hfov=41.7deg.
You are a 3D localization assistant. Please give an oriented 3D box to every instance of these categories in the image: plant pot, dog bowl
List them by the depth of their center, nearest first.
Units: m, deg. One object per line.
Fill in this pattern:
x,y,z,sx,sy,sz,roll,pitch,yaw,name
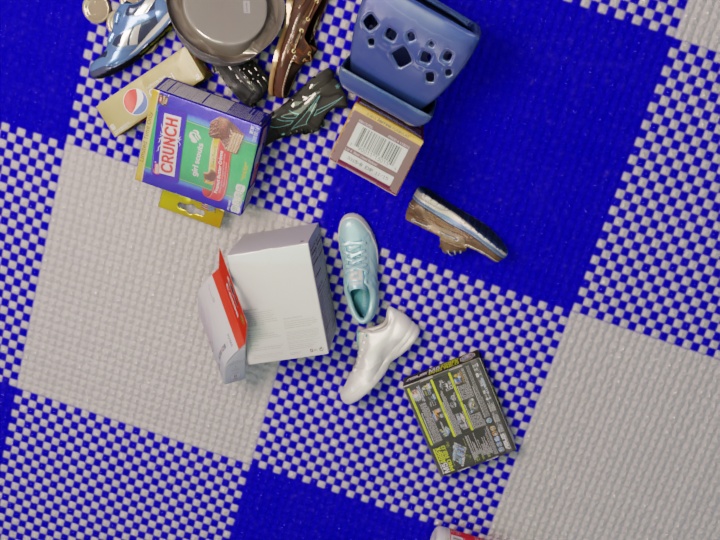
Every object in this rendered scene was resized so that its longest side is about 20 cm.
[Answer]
0.073,-0.359,1.553,0.197,0.201,0.182,27,112,-4,plant pot
-0.227,-0.436,1.581,0.196,0.059,0.205,3,78,-15,dog bowl

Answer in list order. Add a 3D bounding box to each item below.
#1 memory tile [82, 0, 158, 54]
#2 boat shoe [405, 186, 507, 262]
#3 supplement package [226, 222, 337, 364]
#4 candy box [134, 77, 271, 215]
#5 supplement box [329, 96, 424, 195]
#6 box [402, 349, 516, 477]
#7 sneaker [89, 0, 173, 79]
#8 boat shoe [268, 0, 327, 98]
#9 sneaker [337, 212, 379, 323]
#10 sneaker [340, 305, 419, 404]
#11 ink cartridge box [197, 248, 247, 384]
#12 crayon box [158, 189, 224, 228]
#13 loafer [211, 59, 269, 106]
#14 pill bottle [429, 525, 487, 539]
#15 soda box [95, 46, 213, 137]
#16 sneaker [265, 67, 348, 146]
-0.384,-0.495,1.643,0.152,0.017,0.202,30,105,-4,memory tile
0.170,-0.068,1.692,0.198,0.072,0.073,35,111,5,boat shoe
-0.136,0.039,1.699,0.148,0.151,0.204,-8,105,8,supplement package
-0.270,-0.212,1.617,0.196,0.077,0.172,19,116,2,candy box
0.030,-0.218,1.588,0.129,0.200,0.104,27,107,-3,supplement box
0.188,0.272,1.792,0.158,0.044,0.203,-22,102,11,box
-0.396,-0.409,1.624,0.199,0.074,0.083,-40,100,5,sneaker
-0.106,-0.391,1.620,0.069,0.070,0.204,17,106,4,boat shoe
0.000,0.000,1.713,0.072,0.082,0.204,-11,104,7,sneaker
0.017,0.154,1.760,0.088,0.075,0.201,40,95,-11,sneaker
-0.247,0.084,1.676,0.056,0.201,0.165,-17,61,-14,ink cartridge box
-0.278,-0.193,1.699,0.125,0.051,0.203,19,105,-1,crayon box
-0.240,-0.371,1.638,0.201,0.068,0.070,51,135,0,loafer
0.227,0.579,1.838,0.196,0.112,0.114,17,106,0,pill bottle
-0.361,-0.316,1.663,0.198,0.068,0.065,-31,100,12,soda box
-0.111,-0.264,1.654,0.199,0.076,0.080,-37,102,13,sneaker
